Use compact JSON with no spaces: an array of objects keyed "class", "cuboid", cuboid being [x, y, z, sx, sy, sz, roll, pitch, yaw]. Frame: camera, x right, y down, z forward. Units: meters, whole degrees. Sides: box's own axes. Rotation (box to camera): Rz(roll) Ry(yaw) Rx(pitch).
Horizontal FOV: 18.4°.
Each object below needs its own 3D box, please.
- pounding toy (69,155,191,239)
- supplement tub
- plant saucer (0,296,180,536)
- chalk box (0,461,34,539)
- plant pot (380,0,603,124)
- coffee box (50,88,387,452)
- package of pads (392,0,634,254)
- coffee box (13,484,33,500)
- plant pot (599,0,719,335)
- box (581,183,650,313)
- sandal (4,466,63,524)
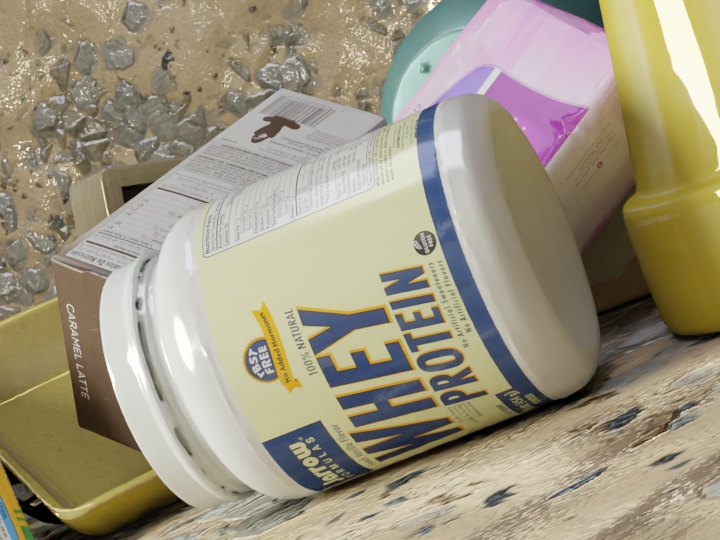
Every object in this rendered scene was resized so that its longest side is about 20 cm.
[{"class":"pounding toy","cuboid":[-0.140,0.020,1.706,0.183,0.202,0.142,-10,-1,-21]},{"class":"supplement tub","cuboid":[-0.004,0.019,1.023,0.199,0.146,0.145,-23,4,17]},{"class":"plant saucer","cuboid":[-0.125,0.072,1.259,0.199,0.049,0.200,-25,35,-26]},{"class":"chalk box","cuboid":[-0.264,0.132,1.198,0.123,0.126,0.200,-25,6,-19]},{"class":"plant pot","cuboid":[0.104,-0.105,1.504,0.200,0.202,0.161,-22,0,21]},{"class":"coffee box","cuboid":[-0.068,0.001,1.207,0.079,0.115,0.200,18,41,31]},{"class":"package of pads","cuboid":[0.071,-0.048,1.168,0.120,0.076,0.200,31,80,44]},{"class":"coffee box","cuboid":[-0.280,0.135,1.547,0.113,0.080,0.200,-18,7,45]},{"class":"plant pot","cuboid":[0.199,-0.095,1.032,0.200,0.190,0.201,-24,3,2]},{"class":"box","cuboid":[0.139,-0.025,1.238,0.199,0.078,0.095,-22,5,22]},{"class":"sandal","cuboid":[-0.145,0.118,1.314,0.199,0.048,0.075,-12,-1,-20]}]
